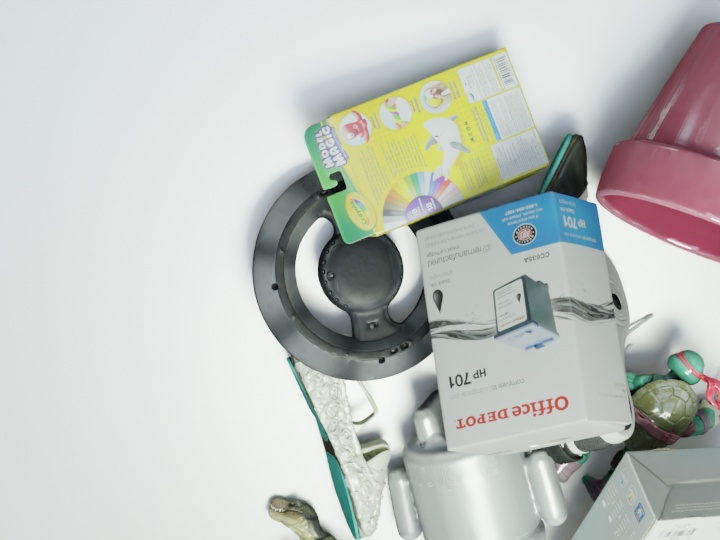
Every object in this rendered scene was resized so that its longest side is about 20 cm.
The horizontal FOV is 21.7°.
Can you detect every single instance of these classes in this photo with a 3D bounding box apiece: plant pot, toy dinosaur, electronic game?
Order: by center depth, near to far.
[{"bbox_3d":[0.329,-0.111,1.654,0.199,0.200,0.180,22,84,-7],"label":"plant pot"},{"bbox_3d":[0.000,0.000,1.709,0.199,0.042,0.201,1,87,-10],"label":"electronic game"},{"bbox_3d":[-0.028,0.306,1.774,0.200,0.047,0.088,51,59,-12],"label":"toy dinosaur"}]

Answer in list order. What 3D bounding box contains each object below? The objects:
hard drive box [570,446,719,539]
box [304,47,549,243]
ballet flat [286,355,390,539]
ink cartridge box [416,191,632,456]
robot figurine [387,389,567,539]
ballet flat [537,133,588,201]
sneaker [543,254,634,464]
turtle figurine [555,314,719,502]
[{"bbox_3d":[0.278,0.249,1.692,0.155,0.077,0.201,0,137,-24],"label":"hard drive box"},{"bbox_3d":[0.056,-0.109,1.678,0.199,0.048,0.118,-21,92,-10],"label":"box"},{"bbox_3d":[-0.008,0.154,1.743,0.071,0.072,0.201,-19,103,1],"label":"ballet flat"},{"bbox_3d":[0.140,0.049,1.627,0.146,0.086,0.201,-16,73,32],"label":"ink cartridge box"},{"bbox_3d":[0.106,0.209,1.738,0.169,0.113,0.201,-10,103,27],"label":"robot figurine"},{"bbox_3d":[0.169,-0.028,1.715,0.068,0.068,0.201,31,108,1],"label":"ballet flat"},{"bbox_3d":[0.183,0.079,1.709,0.112,0.201,0.073,-27,136,34],"label":"sneaker"},{"bbox_3d":[0.262,0.126,1.740,0.150,0.101,0.200,39,104,-7],"label":"turtle figurine"}]
